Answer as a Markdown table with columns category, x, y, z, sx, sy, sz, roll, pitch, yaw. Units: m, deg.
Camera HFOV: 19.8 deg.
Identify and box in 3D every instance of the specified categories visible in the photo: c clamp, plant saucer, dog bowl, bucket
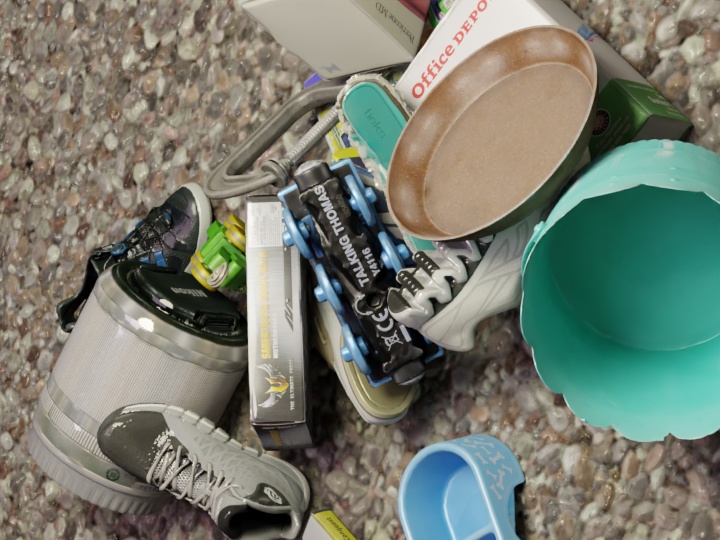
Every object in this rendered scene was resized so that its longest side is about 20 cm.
| category | x | y | z | sx | sy | sz | roll | pitch | yaw |
| --- | --- | --- | --- | --- | --- | --- | --- | --- | --- |
| c clamp | -0.046 | -0.126 | 1.798 | 0.200 | 0.027 | 0.171 | -44 | 26 | -22 |
| plant saucer | 0.106 | -0.099 | 1.578 | 0.200 | 0.034 | 0.201 | -29 | 39 | 26 |
| dog bowl | 0.093 | 0.228 | 1.692 | 0.111 | 0.049 | 0.201 | -36 | 59 | 32 |
| bucket | 0.217 | 0.009 | 1.509 | 0.206 | 0.135 | 0.208 | 3 | 113 | 8 |

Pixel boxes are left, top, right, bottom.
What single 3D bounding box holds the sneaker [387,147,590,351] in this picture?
| category | x | y | z | sx | sy | sz | roll | pitch | yaw |
| --- | --- | --- | --- | --- | --- | --- | --- | --- | --- |
| sneaker | 0.112 | -0.022 | 1.607 | 0.200 | 0.081 | 0.075 | -47 | 22 | 9 |

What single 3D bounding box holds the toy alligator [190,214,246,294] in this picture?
| category | x | y | z | sx | sy | sz | roll | pitch | yaw |
| --- | --- | --- | --- | --- | --- | --- | --- | --- | --- |
| toy alligator | -0.116 | -0.002 | 1.884 | 0.059 | 0.054 | 0.200 | -47 | 14 | 7 |

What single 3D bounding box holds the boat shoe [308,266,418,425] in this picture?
| category | x | y | z | sx | sy | sz | roll | pitch | yaw |
| --- | --- | --- | --- | --- | --- | --- | --- | --- | --- |
| boat shoe | 0.000 | 0.057 | 1.800 | 0.068 | 0.074 | 0.200 | 118 | 148 | -45 |

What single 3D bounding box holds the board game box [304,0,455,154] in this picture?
| category | x | y | z | sx | sy | sz | roll | pitch | yaw |
| --- | --- | --- | --- | --- | --- | --- | --- | --- | --- |
| board game box | 0.044 | -0.171 | 1.830 | 0.200 | 0.029 | 0.135 | -40 | 58 | 30 |

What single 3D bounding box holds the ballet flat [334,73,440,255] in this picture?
| category | x | y | z | sx | sy | sz | roll | pitch | yaw |
| --- | --- | --- | --- | --- | --- | --- | --- | --- | --- |
| ballet flat | 0.050 | -0.073 | 1.681 | 0.072 | 0.072 | 0.200 | -30 | 88 | 34 |

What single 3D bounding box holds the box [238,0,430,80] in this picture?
| category | x | y | z | sx | sy | sz | roll | pitch | yaw |
| --- | --- | --- | --- | --- | --- | --- | --- | --- | --- |
| box | -0.006 | -0.287 | 1.793 | 0.109 | 0.128 | 0.201 | -8 | 57 | 39 |

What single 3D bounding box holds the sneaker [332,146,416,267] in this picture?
| category | x | y | z | sx | sy | sz | roll | pitch | yaw |
| --- | --- | --- | --- | --- | --- | --- | --- | --- | --- |
| sneaker | 0.051 | -0.034 | 1.768 | 0.200 | 0.074 | 0.082 | 33 | 120 | 34 |

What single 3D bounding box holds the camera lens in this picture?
| category | x | y | z | sx | sy | sz | roll | pitch | yaw |
| --- | --- | --- | --- | --- | --- | --- | --- | --- | --- |
| camera lens | -0.202 | 0.104 | 1.910 | 0.160 | 0.160 | 0.200 | 40 | 108 | 39 |

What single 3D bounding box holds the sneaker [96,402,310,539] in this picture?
| category | x | y | z | sx | sy | sz | roll | pitch | yaw |
| --- | --- | --- | --- | --- | --- | --- | --- | --- | --- |
| sneaker | -0.135 | 0.183 | 1.795 | 0.116 | 0.199 | 0.075 | -97 | 28 | -71 |

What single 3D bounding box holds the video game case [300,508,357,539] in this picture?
| category | x | y | z | sx | sy | sz | roll | pitch | yaw |
| --- | --- | --- | --- | --- | --- | --- | --- | --- | --- |
| video game case | -0.014 | 0.335 | 1.753 | 0.181 | 0.025 | 0.201 | 44 | 126 | 38 |

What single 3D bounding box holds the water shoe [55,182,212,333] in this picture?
| category | x | y | z | sx | sy | sz | roll | pitch | yaw |
| --- | --- | --- | --- | --- | --- | --- | --- | --- | --- |
| water shoe | -0.219 | -0.003 | 2.001 | 0.200 | 0.079 | 0.072 | -53 | 52 | 21 |

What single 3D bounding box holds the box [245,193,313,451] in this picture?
| category | x | y | z | sx | sy | sz | roll | pitch | yaw |
| --- | --- | --- | --- | --- | --- | --- | --- | --- | --- |
| box | -0.070 | 0.048 | 1.809 | 0.048 | 0.158 | 0.201 | -2 | 78 | 1 |

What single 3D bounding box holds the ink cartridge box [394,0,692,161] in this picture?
| category | x | y | z | sx | sy | sz | roll | pitch | yaw |
| --- | --- | --- | --- | --- | --- | --- | --- | --- | --- |
| ink cartridge box | 0.144 | -0.131 | 1.673 | 0.200 | 0.084 | 0.145 | 48 | 114 | 26 |

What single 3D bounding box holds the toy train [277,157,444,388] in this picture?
| category | x | y | z | sx | sy | sz | roll | pitch | yaw |
| --- | --- | --- | --- | --- | --- | --- | --- | --- | --- |
| toy train | 0.000 | 0.000 | 1.701 | 0.086 | 0.114 | 0.200 | -27 | 94 | 3 |
